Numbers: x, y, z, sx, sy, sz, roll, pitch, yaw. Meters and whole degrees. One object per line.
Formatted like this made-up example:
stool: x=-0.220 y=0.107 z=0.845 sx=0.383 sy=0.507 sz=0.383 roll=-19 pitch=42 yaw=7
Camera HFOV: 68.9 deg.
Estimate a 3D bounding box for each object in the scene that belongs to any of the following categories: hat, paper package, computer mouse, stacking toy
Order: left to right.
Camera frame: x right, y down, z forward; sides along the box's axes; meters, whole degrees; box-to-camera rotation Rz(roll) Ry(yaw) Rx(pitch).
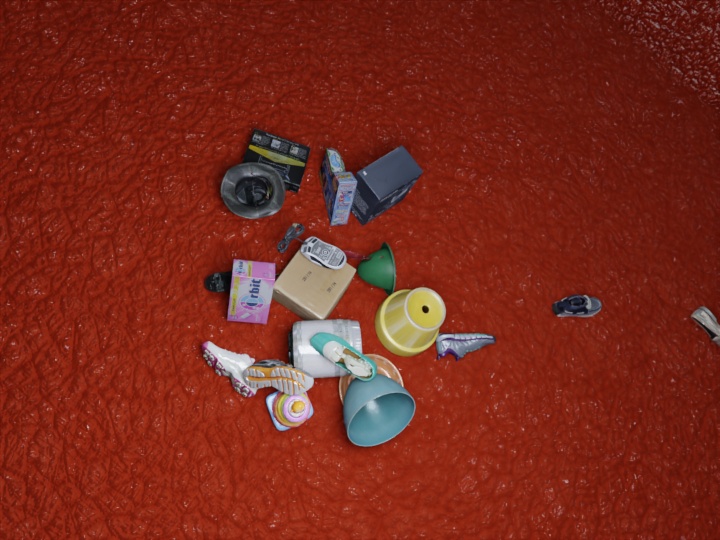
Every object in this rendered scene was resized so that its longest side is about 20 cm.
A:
hat: x=-0.338 y=-0.241 z=1.640 sx=0.199 sy=0.081 sz=0.203 roll=4 pitch=79 yaw=-19
stacking toy: x=-0.174 y=0.363 z=1.391 sx=0.115 sy=0.200 sz=0.110 roll=-22 pitch=83 yaw=-20
paper package: x=-0.143 y=0.040 z=1.580 sx=0.190 sy=0.104 sz=0.201 roll=34 pitch=64 yaw=-2
computer mouse: x=-0.137 y=-0.057 z=1.540 sx=0.199 sy=0.044 sz=0.110 roll=29 pitch=60 yaw=2
hat: x=0.000 y=0.000 z=1.620 sx=0.174 sy=0.200 sz=0.167 roll=-5 pitch=97 yaw=-11

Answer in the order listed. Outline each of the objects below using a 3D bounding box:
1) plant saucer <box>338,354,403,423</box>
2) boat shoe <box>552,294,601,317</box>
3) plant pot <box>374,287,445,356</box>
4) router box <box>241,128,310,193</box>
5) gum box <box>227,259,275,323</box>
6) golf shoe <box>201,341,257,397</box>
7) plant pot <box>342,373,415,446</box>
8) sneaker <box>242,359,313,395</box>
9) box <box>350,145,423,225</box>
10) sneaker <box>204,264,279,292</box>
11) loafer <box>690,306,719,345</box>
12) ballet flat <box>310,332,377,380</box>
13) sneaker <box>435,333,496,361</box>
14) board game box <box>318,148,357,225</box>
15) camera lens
plant saucer: x=0.030 y=0.350 z=1.550 sx=0.198 sy=0.037 sz=0.202 roll=5 pitch=70 yaw=-14
boat shoe: x=0.776 y=0.120 z=1.825 sx=0.198 sy=0.093 sz=0.075 roll=-7 pitch=72 yaw=-18
plant pot: x=0.163 y=0.142 z=1.584 sx=0.199 sy=0.189 sz=0.202 roll=6 pitch=68 yaw=-15
router box: x=-0.277 y=-0.359 z=1.718 sx=0.198 sy=0.052 sz=0.158 roll=18 pitch=66 yaw=-9
gum box: x=-0.309 y=0.066 z=1.474 sx=0.112 sy=0.201 sz=0.066 roll=6 pitch=44 yaw=-14
golf shoe: x=-0.352 y=0.260 z=1.460 sx=0.200 sy=0.075 sz=0.092 roll=44 pitch=54 yaw=-4
plant pot: x=0.032 y=0.361 z=1.441 sx=0.199 sy=0.201 sz=0.135 roll=-11 pitch=37 yaw=-20
sneaker: x=-0.213 y=0.273 z=1.397 sx=0.198 sy=0.079 sz=0.077 roll=6 pitch=21 yaw=20
box: x=0.069 y=-0.272 z=1.707 sx=0.196 sy=0.200 sz=0.118 roll=-35 pitch=82 yaw=-24
sneaker: x=-0.348 y=0.022 z=1.545 sx=0.198 sy=0.104 sz=0.061 roll=-16 pitch=84 yaw=16
loafer: x=1.321 y=0.233 z=1.964 sx=0.063 sy=0.072 sz=0.201 roll=-31 pitch=74 yaw=-7
ballet flat: x=-0.040 y=0.225 z=1.369 sx=0.199 sy=0.070 sz=0.068 roll=30 pitch=99 yaw=-8
sneaker: x=0.333 y=0.244 z=1.671 sx=0.198 sy=0.074 sz=0.088 roll=1 pitch=83 yaw=-6
board game box: x=-0.070 y=-0.277 z=1.667 sx=0.061 sy=0.200 sz=0.202 roll=-8 pitch=73 yaw=-18
camera lens: x=-0.101 y=0.220 z=1.479 sx=0.198 sy=0.160 sz=0.161 roll=-2 pitch=70 yaw=-7
